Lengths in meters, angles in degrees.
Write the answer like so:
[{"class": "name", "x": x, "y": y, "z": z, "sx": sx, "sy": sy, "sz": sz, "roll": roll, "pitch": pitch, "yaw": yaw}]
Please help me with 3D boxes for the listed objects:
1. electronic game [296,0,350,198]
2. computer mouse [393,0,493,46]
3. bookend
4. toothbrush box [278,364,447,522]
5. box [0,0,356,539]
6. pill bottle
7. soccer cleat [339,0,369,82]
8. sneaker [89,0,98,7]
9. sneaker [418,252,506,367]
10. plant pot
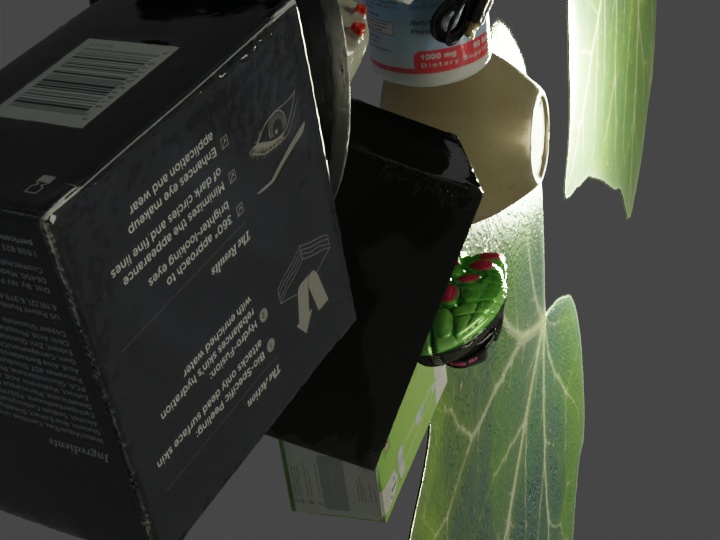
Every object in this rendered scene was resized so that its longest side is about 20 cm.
[{"class": "electronic game", "x": -0.053, "y": -0.123, "z": 0.761, "sx": 0.200, "sy": 0.041, "sz": 0.201, "roll": 169, "pitch": -90, "yaw": -68}, {"class": "computer mouse", "x": 0.026, "y": -0.250, "z": 1.004, "sx": 0.199, "sy": 0.044, "sz": 0.110, "roll": 13, "pitch": 113, "yaw": -32}, {"class": "bookend", "x": 0.000, "y": 0.000, "z": 0.900, "sx": 0.199, "sy": 0.092, "sz": 0.201, "roll": -93, "pitch": -157, "yaw": -74}, {"class": "toothbrush box", "x": 0.004, "y": 0.084, "z": 1.057, "sx": 0.200, "sy": 0.086, "sz": 0.146, "roll": -57, "pitch": 145, "yaw": -54}, {"class": "box", "x": -0.108, "y": -0.005, "z": 0.626, "sx": 0.197, "sy": 0.117, "sz": 0.201, "roll": -50, "pitch": 141, "yaw": -43}, {"class": "pill bottle", "x": 0.051, "y": -0.267, "z": 1.095, "sx": 0.109, "sy": 0.108, "sz": 0.201, "roll": -60, "pitch": 148, "yaw": -52}, {"class": "soccer cleat", "x": -0.041, "y": -0.133, "z": 0.936, "sx": 0.078, "sy": 0.069, "sz": 0.200, "roll": 116, "pitch": -9, "yaw": -45}, {"class": "sneaker", "x": -0.114, "y": -0.131, "z": 0.726, "sx": 0.084, "sy": 0.077, "sz": 0.201, "roll": -21, "pitch": 120, "yaw": -38}, {"class": "sneaker", "x": 0.082, "y": 0.041, "z": 1.003, "sx": 0.200, "sy": 0.076, "sz": 0.084, "roll": -38, "pitch": 126, "yaw": -69}, {"class": "plant pot", "x": 0.110, "y": -0.131, "z": 1.255, "sx": 0.200, "sy": 0.134, "sz": 0.201, "roll": 4, "pitch": 90, "yaw": -71}]
